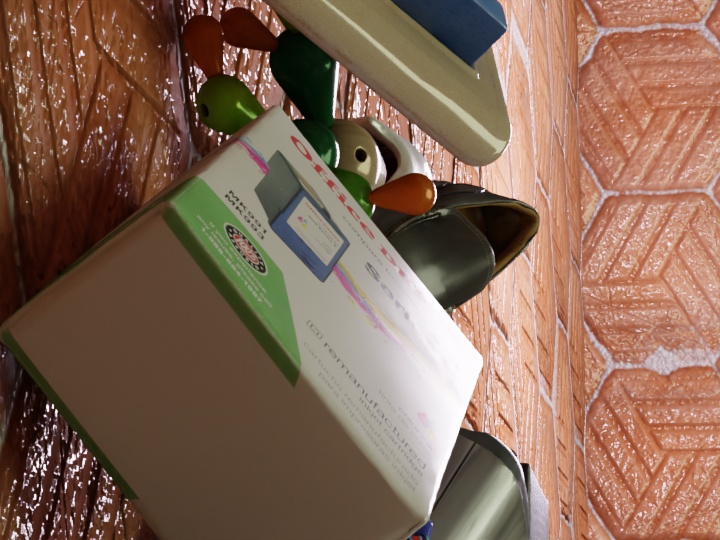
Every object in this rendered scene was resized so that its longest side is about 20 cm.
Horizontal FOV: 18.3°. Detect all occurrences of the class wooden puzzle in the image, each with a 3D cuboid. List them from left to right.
[{"bbox_3d":[0.004,-0.162,1.050,0.185,0.046,0.200,38,28,-24],"label":"wooden puzzle"}]

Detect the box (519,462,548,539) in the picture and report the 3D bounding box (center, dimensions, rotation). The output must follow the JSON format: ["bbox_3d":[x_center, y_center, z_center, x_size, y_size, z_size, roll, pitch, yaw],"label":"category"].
[{"bbox_3d":[0.050,0.224,1.342,0.106,0.121,0.201,58,31,-68],"label":"box"}]

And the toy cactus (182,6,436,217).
[{"bbox_3d":[-0.014,-0.060,1.069,0.165,0.102,0.201,13,58,-76],"label":"toy cactus"}]

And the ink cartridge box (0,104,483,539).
[{"bbox_3d":[-0.036,0.031,0.854,0.146,0.087,0.200,52,14,-5],"label":"ink cartridge box"}]

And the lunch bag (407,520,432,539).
[{"bbox_3d":[-0.029,0.216,0.951,0.151,0.094,0.201,-62,156,-43],"label":"lunch bag"}]

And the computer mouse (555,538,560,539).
[{"bbox_3d":[0.229,0.372,2.506,0.200,0.046,0.141,35,55,-77],"label":"computer mouse"}]

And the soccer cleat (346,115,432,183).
[{"bbox_3d":[0.000,0.000,1.313,0.086,0.070,0.201,47,38,-46],"label":"soccer cleat"}]

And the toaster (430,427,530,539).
[{"bbox_3d":[0.011,0.169,1.102,0.129,0.113,0.201,-50,151,-37],"label":"toaster"}]

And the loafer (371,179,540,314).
[{"bbox_3d":[0.038,-0.009,1.219,0.200,0.072,0.073,-44,127,-61],"label":"loafer"}]
